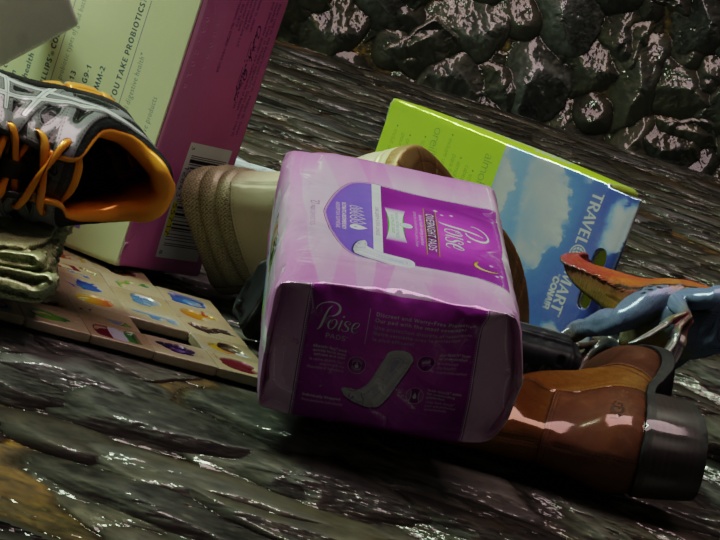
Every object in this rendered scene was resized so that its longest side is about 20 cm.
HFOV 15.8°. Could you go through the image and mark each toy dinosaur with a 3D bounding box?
[{"bbox_3d":[0.189,0.021,1.492,0.105,0.181,0.201,37,37,-45],"label":"toy dinosaur"}]

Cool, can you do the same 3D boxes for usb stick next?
[{"bbox_3d":[0.027,0.035,1.426,0.199,0.056,0.033,15,37,-23],"label":"usb stick"}]

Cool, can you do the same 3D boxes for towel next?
[{"bbox_3d":[-0.216,-0.022,1.291,0.147,0.037,0.200,12,11,-6],"label":"towel"}]

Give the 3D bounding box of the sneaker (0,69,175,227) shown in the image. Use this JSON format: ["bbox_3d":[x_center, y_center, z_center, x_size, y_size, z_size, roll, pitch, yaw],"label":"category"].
[{"bbox_3d":[-0.171,-0.059,1.244,0.199,0.079,0.077,-1,26,-45],"label":"sneaker"}]

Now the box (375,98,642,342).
[{"bbox_3d":[0.089,-0.023,1.683,0.199,0.123,0.048,24,9,32],"label":"box"}]

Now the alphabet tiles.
[{"bbox_3d":[-0.142,0.014,1.355,0.166,0.008,0.200,15,9,-19],"label":"alphabet tiles"}]

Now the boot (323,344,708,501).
[{"bbox_3d":[0.065,0.068,1.353,0.198,0.069,0.188,10,17,-6],"label":"boot"}]

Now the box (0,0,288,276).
[{"bbox_3d":[-0.168,-0.113,1.508,0.199,0.177,0.097,21,5,25],"label":"box"}]

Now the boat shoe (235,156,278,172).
[{"bbox_3d":[-0.106,-0.051,1.693,0.199,0.072,0.062,27,-13,29],"label":"boat shoe"}]

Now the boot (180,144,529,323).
[{"bbox_3d":[0.000,0.000,1.491,0.154,0.073,0.200,-3,-30,29],"label":"boot"}]

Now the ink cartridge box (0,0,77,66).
[{"bbox_3d":[-0.269,-0.167,1.372,0.199,0.177,0.045,-31,30,-20],"label":"ink cartridge box"}]

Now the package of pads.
[{"bbox_3d":[0.013,0.009,1.262,0.119,0.076,0.200,9,20,-4],"label":"package of pads"}]
